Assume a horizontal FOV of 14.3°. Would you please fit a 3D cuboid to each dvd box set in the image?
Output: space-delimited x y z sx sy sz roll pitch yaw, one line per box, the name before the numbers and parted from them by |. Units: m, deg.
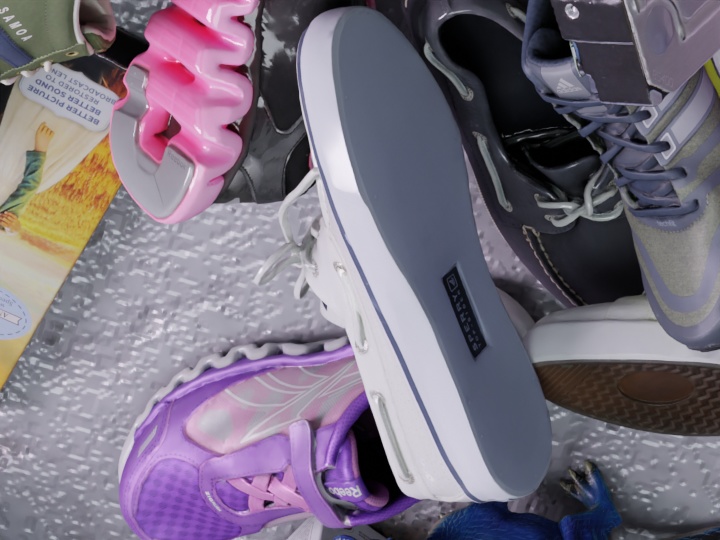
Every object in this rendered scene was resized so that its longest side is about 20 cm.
dvd box set | -0.182 -0.037 1.183 0.146 0.029 0.200 28 120 -11

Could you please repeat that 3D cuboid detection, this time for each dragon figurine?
dragon figurine | 0.080 0.131 1.216 0.200 0.099 0.059 7 122 -5

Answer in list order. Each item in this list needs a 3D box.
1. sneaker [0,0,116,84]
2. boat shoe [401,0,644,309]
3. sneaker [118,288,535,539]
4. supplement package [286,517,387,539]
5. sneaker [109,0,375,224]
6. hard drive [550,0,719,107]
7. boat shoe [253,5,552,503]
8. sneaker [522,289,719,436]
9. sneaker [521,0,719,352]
sneaker | -0.137 -0.093 1.088 0.090 0.067 0.200 16 131 -23
boat shoe | 0.073 -0.042 1.133 0.073 0.063 0.200 -22 118 15
sneaker | -0.018 0.075 1.201 0.200 0.088 0.081 -22 118 19
supplement package | -0.011 0.240 1.234 0.152 0.200 0.151 36 118 -14
sneaker | -0.026 -0.110 1.109 0.095 0.079 0.200 3 117 -37
hard drive | 0.101 -0.175 0.984 0.038 0.140 0.200 9 128 40
boat shoe | 0.003 -0.001 1.108 0.086 0.075 0.202 -10 110 37
sneaker | 0.161 0.016 1.147 0.200 0.085 0.073 0 153 -1
sneaker | 0.100 -0.064 1.069 0.074 0.081 0.200 -13 93 48
